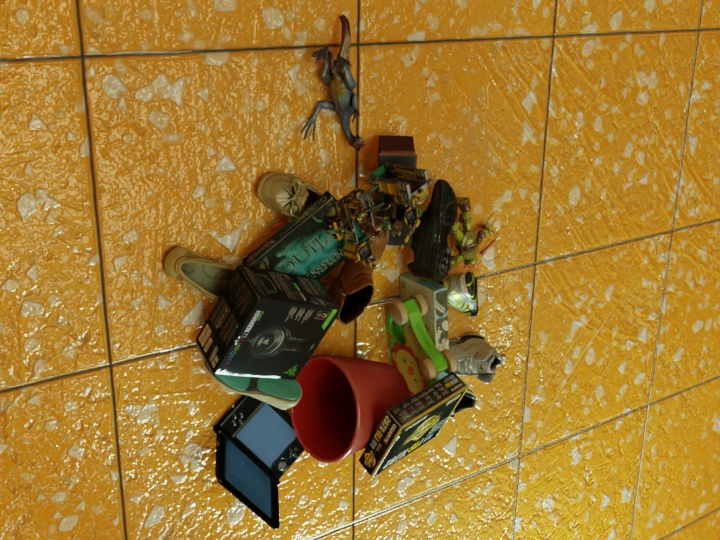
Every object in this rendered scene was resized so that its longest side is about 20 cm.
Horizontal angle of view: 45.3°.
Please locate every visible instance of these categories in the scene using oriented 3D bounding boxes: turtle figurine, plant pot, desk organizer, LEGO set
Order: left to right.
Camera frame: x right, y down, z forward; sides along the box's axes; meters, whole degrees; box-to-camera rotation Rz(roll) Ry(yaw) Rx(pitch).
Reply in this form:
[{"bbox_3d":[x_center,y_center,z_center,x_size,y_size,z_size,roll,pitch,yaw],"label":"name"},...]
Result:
[{"bbox_3d":[-0.011,0.257,1.672,0.176,0.200,0.202,-1,107,-46],"label":"plant pot"},{"bbox_3d":[0.054,-0.096,1.511,0.199,0.115,0.155,-30,123,-37],"label":"LEGO set"},{"bbox_3d":[0.065,-0.151,1.640,0.071,0.077,0.201,1,126,-2],"label":"desk organizer"},{"bbox_3d":[0.209,-0.058,1.785,0.199,0.064,0.162,-36,123,-20],"label":"turtle figurine"}]

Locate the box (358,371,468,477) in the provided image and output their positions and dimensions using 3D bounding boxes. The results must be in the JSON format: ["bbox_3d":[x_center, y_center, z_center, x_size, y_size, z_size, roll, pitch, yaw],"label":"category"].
[{"bbox_3d":[0.100,0.291,1.637,0.199,0.049,0.160,-22,150,-43],"label":"box"}]

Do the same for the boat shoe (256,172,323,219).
[{"bbox_3d":[-0.094,-0.120,1.546,0.199,0.063,0.074,19,94,-39],"label":"boat shoe"}]

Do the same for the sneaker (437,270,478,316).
[{"bbox_3d":[0.205,0.046,1.795,0.200,0.076,0.076,56,31,-67],"label":"sneaker"}]

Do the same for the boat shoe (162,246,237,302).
[{"bbox_3d":[-0.244,0.018,1.486,0.200,0.063,0.074,31,87,-38],"label":"boat shoe"}]

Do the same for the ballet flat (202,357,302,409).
[{"bbox_3d":[-0.203,0.202,1.572,0.199,0.069,0.070,27,90,-17],"label":"ballet flat"}]

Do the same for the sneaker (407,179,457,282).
[{"bbox_3d":[0.135,-0.081,1.704,0.076,0.090,0.202,13,86,-58],"label":"sneaker"}]

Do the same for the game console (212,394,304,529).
[{"bbox_3d":[-0.176,0.348,1.618,0.176,0.116,0.200,-47,127,-13],"label":"game console"}]

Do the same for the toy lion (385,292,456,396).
[{"bbox_3d":[0.105,0.168,1.737,0.068,0.192,0.201,-20,77,-25],"label":"toy lion"}]

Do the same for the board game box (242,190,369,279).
[{"bbox_3d":[-0.097,-0.037,1.545,0.200,0.028,0.135,-39,135,5],"label":"board game box"}]

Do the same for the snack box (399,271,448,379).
[{"bbox_3d":[0.131,0.113,1.756,0.037,0.116,0.202,-17,115,-30],"label":"snack box"}]

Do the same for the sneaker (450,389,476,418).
[{"bbox_3d":[0.162,0.283,1.857,0.199,0.087,0.076,-14,116,-30],"label":"sneaker"}]

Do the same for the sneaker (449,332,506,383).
[{"bbox_3d":[0.215,0.200,1.848,0.199,0.115,0.076,-21,117,-28],"label":"sneaker"}]

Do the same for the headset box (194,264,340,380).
[{"bbox_3d":[-0.157,0.097,1.515,0.199,0.093,0.175,12,121,-44],"label":"headset box"}]

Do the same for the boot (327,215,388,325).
[{"bbox_3d":[0.000,0.000,1.583,0.076,0.155,0.201,35,96,-15],"label":"boot"}]

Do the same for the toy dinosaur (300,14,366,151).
[{"bbox_3d":[-0.019,-0.308,1.526,0.201,0.104,0.182,-60,150,-19],"label":"toy dinosaur"}]
